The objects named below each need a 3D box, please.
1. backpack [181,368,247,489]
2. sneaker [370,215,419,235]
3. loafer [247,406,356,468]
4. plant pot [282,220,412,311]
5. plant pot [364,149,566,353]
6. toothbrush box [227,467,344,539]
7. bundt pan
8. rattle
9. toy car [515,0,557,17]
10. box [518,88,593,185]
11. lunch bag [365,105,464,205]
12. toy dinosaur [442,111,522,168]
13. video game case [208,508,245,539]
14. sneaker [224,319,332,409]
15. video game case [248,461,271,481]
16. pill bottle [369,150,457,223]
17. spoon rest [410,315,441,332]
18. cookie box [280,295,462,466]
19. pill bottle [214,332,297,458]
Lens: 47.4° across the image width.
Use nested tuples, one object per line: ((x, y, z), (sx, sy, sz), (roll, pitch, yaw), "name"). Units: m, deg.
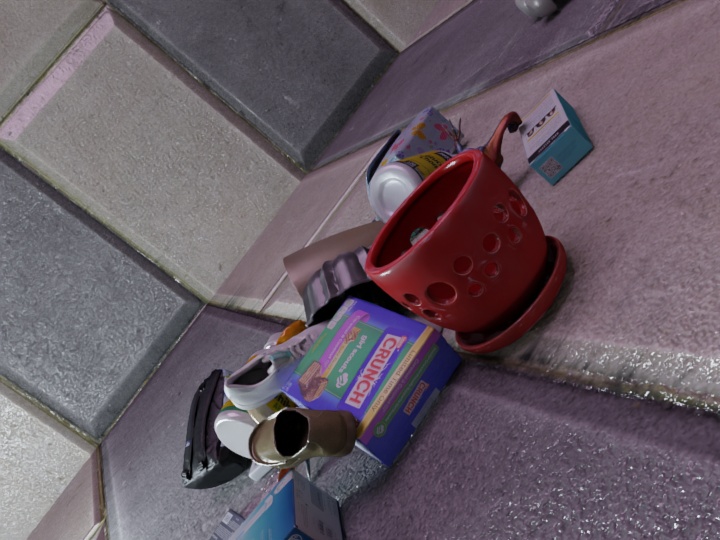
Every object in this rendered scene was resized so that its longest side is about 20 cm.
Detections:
((-0.251, 0.281, 1.502), (0.163, 0.153, 0.200), (-42, 52, 43), "backpack")
((0.103, -0.114, 1.581), (0.200, 0.074, 0.088), (-30, 12, 27), "sneaker")
((-0.087, 0.204, 1.027), (0.200, 0.067, 0.076), (-25, 55, 45), "loafer")
((0.000, 0.000, 1.416), (0.200, 0.188, 0.187), (-34, 16, 4), "plant pot")
((0.135, -0.017, 0.989), (0.200, 0.182, 0.201), (-47, 15, 17), "plant pot")
((-0.114, 0.365, 0.996), (0.200, 0.085, 0.146), (-48, 14, 5), "toothbrush box")
((0.000, 0.028, 1.255), (0.202, 0.202, 0.076), (-42, 59, 32), "bundt pan")
((-0.090, 0.197, 1.211), (0.143, 0.130, 0.200), (-45, 25, 16), "rattle")
((0.411, -0.674, 1.836), (0.175, 0.150, 0.200), (-47, 15, 11), "toy car")
((0.292, -0.207, 1.247), (0.082, 0.049, 0.200), (-45, 15, 24), "box")
((0.099, -0.225, 1.735), (0.170, 0.127, 0.200), (-56, 9, -28), "lunch bag")
((0.207, -0.157, 1.299), (0.182, 0.105, 0.200), (-53, 46, 27), "toy dinosaur")
((-0.236, 0.466, 1.252), (0.200, 0.019, 0.143), (-57, 15, -18), "video game case")
((-0.102, 0.129, 1.168), (0.200, 0.075, 0.089), (-32, -24, -7), "sneaker")
((-0.108, 0.243, 1.406), (0.200, 0.023, 0.182), (-45, 16, 25), "video game case")
((0.113, -0.143, 1.396), (0.112, 0.112, 0.200), (-38, -9, 40), "pill bottle")
((0.037, 0.132, 1.200), (0.200, 0.061, 0.099), (-33, 20, 14), "spoon rest")
((0.011, 0.138, 1.090), (0.171, 0.075, 0.200), (-54, 34, -13), "cookie box")
((-0.154, 0.204, 1.371), (0.113, 0.113, 0.200), (-36, 20, 44), "pill bottle")
